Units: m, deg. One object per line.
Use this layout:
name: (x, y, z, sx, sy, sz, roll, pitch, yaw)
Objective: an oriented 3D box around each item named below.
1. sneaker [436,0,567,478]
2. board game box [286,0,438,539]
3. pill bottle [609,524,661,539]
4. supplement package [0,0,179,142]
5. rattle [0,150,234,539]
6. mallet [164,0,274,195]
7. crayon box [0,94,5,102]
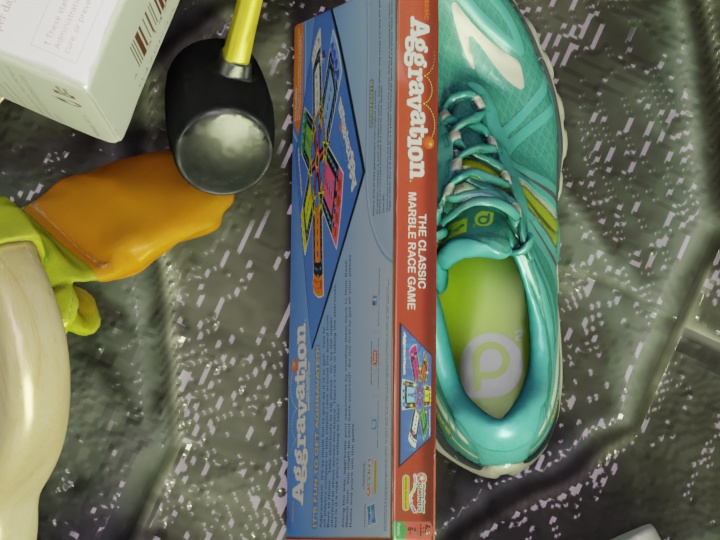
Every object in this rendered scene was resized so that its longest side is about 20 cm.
sneaker: (0.046, -0.023, 1.011, 0.077, 0.080, 0.201, -9, 83, 0)
board game box: (0.000, 0.000, 0.998, 0.019, 0.103, 0.201, 3, 84, -24)
pill bottle: (0.112, 0.200, 0.971, 0.112, 0.112, 0.201, -25, 85, -2)
supplement package: (-0.158, -0.142, 0.954, 0.199, 0.117, 0.117, 23, 85, 3)
rattle: (-0.124, 0.061, 1.029, 0.130, 0.143, 0.201, 1, 101, 32)
mallet: (-0.035, -0.129, 0.993, 0.041, 0.066, 0.201, 9, 111, -13)
crayon box: (-0.131, -0.160, 1.040, 0.127, 0.051, 0.200, 40, 85, 4)
